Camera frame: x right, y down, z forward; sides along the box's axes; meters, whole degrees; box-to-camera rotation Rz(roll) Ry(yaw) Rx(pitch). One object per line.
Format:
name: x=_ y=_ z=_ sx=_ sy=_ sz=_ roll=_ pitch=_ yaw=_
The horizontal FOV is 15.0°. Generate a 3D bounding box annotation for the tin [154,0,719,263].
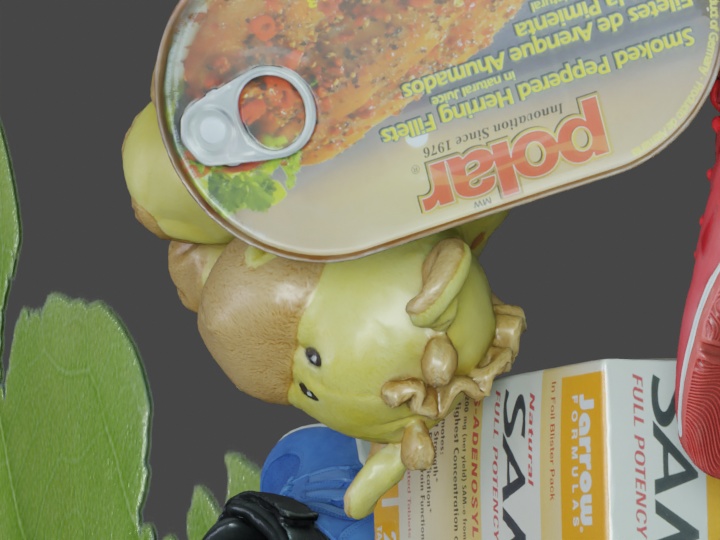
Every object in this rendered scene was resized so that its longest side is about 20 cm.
tin: x=0.028 y=-0.072 z=0.909 sx=0.042 sy=0.199 sz=0.113 roll=-33 pitch=-75 yaw=-70

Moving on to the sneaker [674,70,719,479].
sneaker: x=0.145 y=-0.036 z=0.917 sx=0.116 sy=0.078 sz=0.201 roll=-128 pitch=58 yaw=-67

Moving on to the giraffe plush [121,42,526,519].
giraffe plush: x=0.000 y=0.000 z=1.026 sx=0.163 sy=0.199 sz=0.173 roll=-80 pitch=-24 yaw=-46

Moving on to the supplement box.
supplement box: x=0.075 y=0.103 z=1.034 sx=0.200 sy=0.073 sz=0.127 roll=162 pitch=108 yaw=-64

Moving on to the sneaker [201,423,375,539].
sneaker: x=-0.034 y=0.120 z=1.232 sx=0.200 sy=0.111 sz=0.077 roll=-138 pitch=54 yaw=-60
